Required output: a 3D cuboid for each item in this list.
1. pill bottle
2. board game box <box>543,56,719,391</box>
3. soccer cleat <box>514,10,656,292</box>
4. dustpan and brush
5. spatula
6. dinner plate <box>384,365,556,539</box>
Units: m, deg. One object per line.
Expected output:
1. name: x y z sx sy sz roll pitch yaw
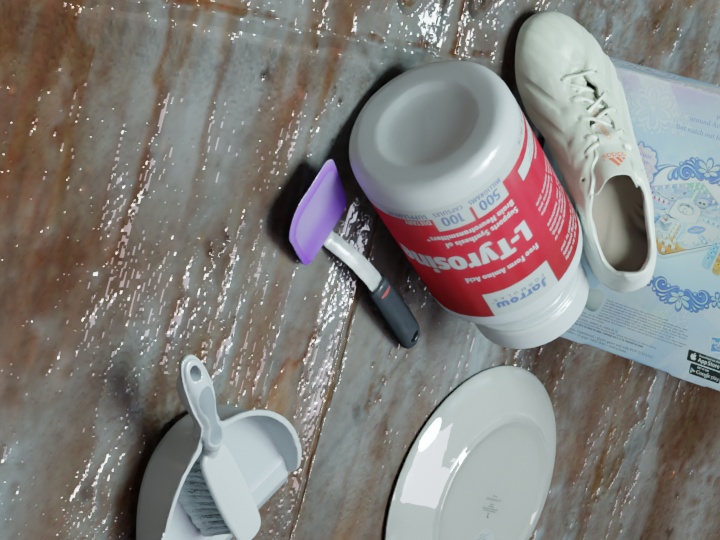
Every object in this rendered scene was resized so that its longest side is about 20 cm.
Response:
1. pill bottle: 0.079 -0.036 1.432 0.112 0.112 0.200 -55 141 -17
2. board game box: 0.214 -0.034 1.527 0.043 0.200 0.199 -13 118 -54
3. soccer cleat: 0.159 -0.083 1.478 0.069 0.078 0.200 -18 90 -4
4. dustpan and brush: -0.093 0.115 1.336 0.140 0.057 0.200 -46 137 -27
5. spatula: 0.000 0.000 1.428 0.057 0.021 0.200 -58 142 -17
6. dinner plate: 0.090 0.168 1.620 0.200 0.024 0.200 -26 127 -41
